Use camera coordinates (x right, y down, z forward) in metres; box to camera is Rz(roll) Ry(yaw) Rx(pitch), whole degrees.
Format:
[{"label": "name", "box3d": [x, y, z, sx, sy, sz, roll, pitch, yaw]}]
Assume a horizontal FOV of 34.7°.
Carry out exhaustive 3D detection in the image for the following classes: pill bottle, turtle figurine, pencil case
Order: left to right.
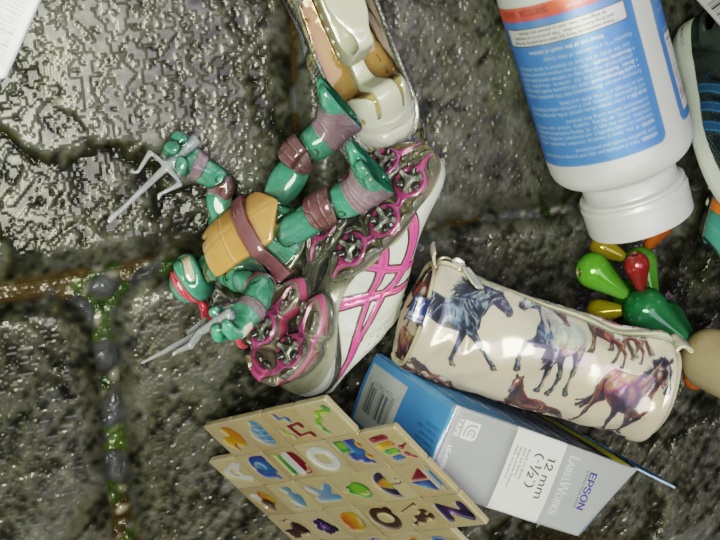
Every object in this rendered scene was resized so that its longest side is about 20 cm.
[{"label": "turtle figurine", "box3d": [-0.078, -0.030, 0.767, 0.199, 0.101, 0.151, -36, 71, 13]}, {"label": "pencil case", "box3d": [0.124, 0.053, 0.804, 0.198, 0.078, 0.090, 17, 120, -1]}, {"label": "pill bottle", "box3d": [0.178, -0.127, 0.843, 0.111, 0.112, 0.202, -25, 108, -15]}]

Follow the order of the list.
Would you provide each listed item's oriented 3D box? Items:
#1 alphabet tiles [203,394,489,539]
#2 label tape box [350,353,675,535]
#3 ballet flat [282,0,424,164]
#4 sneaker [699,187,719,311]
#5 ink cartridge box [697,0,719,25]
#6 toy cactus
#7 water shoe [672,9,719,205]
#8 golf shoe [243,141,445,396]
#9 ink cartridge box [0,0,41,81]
[{"label": "alphabet tiles", "box3d": [-0.014, 0.149, 0.788, 0.167, 0.199, 0.006, 47, 50, -22]}, {"label": "label tape box", "box3d": [0.108, 0.135, 0.850, 0.198, 0.143, 0.067, 24, 91, -24]}, {"label": "ballet flat", "box3d": [-0.002, -0.141, 0.792, 0.072, 0.072, 0.202, -30, 110, -14]}, {"label": "sneaker", "box3d": [0.309, -0.060, 0.937, 0.071, 0.079, 0.203, 7, 77, -38]}, {"label": "ink cartridge box", "box3d": [0.278, -0.265, 0.851, 0.162, 0.057, 0.201, 42, 44, -11]}, {"label": "toy cactus", "box3d": [0.253, 0.045, 0.880, 0.102, 0.165, 0.200, -45, 123, 3]}, {"label": "water shoe", "box3d": [0.289, -0.119, 0.855, 0.071, 0.079, 0.202, 10, 57, -37]}, {"label": "golf shoe", "box3d": [0.000, 0.000, 0.820, 0.092, 0.073, 0.201, 23, 106, -49]}, {"label": "ink cartridge box", "box3d": [-0.243, -0.203, 0.697, 0.118, 0.042, 0.202, 24, 88, -24]}]
